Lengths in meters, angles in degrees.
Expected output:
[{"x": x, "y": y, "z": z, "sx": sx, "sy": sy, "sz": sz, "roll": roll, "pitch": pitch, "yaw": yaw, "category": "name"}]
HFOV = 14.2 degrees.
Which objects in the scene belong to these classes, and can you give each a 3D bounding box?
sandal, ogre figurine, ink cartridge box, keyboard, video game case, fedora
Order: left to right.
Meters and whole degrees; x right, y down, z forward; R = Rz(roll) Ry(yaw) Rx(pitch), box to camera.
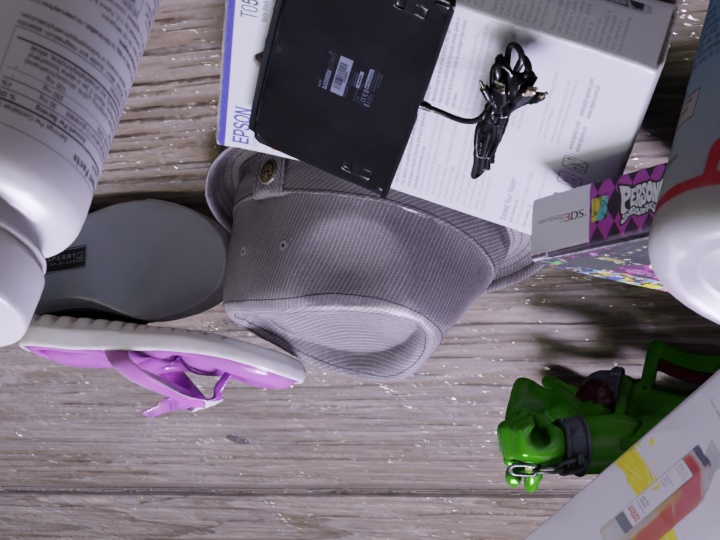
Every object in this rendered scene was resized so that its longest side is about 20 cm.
[{"x": -0.111, "y": 0.059, "z": 1.630, "sx": 0.202, "sy": 0.050, "sz": 0.082, "roll": 6, "pitch": 172, "yaw": 42, "category": "sandal"}, {"x": 0.000, "y": 0.000, "z": 1.524, "sx": 0.200, "sy": 0.091, "sz": 0.177, "roll": -4, "pitch": 149, "yaw": 41, "category": "fedora"}, {"x": 0.017, "y": -0.085, "z": 1.309, "sx": 0.127, "sy": 0.021, "sz": 0.200, "roll": 24, "pitch": 156, "yaw": 1, "category": "keyboard"}, {"x": 0.035, "y": -0.091, "z": 1.354, "sx": 0.199, "sy": 0.041, "sz": 0.200, "roll": 17, "pitch": 155, "yaw": 2, "category": "ink cartridge box"}, {"x": 0.145, "y": 0.088, "z": 1.612, "sx": 0.119, "sy": 0.098, "sz": 0.200, "roll": 1, "pitch": 163, "yaw": 11, "category": "ogre figurine"}, {"x": 0.205, "y": 0.124, "z": 1.508, "sx": 0.145, "sy": 0.084, "sz": 0.200, "roll": 11, "pitch": 134, "yaw": -48, "category": "ink cartridge box"}, {"x": 0.212, "y": -0.016, "z": 1.344, "sx": 0.200, "sy": 0.036, "sz": 0.181, "roll": 12, "pitch": 164, "yaw": -35, "category": "video game case"}]

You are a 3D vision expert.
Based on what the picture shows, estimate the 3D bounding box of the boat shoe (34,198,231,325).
[{"x": -0.134, "y": 0.004, "z": 1.668, "sx": 0.200, "sy": 0.070, "sz": 0.066, "roll": -7, "pitch": 165, "yaw": 39, "category": "boat shoe"}]

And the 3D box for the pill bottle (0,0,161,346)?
[{"x": -0.168, "y": -0.075, "z": 1.329, "sx": 0.113, "sy": 0.201, "sz": 0.113, "roll": 15, "pitch": 157, "yaw": 6, "category": "pill bottle"}]

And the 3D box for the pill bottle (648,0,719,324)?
[{"x": 0.180, "y": -0.079, "z": 1.074, "sx": 0.108, "sy": 0.201, "sz": 0.109, "roll": 14, "pitch": 158, "yaw": 6, "category": "pill bottle"}]
